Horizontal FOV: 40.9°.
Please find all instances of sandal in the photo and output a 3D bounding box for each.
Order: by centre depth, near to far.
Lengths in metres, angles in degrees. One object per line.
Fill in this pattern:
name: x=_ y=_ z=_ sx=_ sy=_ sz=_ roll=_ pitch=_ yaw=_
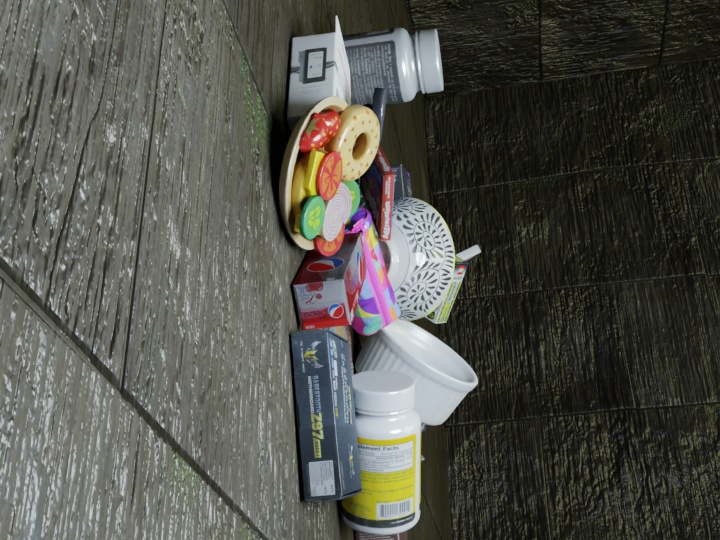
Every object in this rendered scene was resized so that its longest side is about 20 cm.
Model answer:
sandal: x=0.001 y=-0.194 z=1.389 sx=0.200 sy=0.042 sz=0.077 roll=119 pitch=-21 yaw=-66

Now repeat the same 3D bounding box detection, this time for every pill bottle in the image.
pill bottle: x=0.028 y=0.248 z=1.331 sx=0.114 sy=0.113 sz=0.202 roll=-59 pitch=150 yaw=-76
pill bottle: x=0.025 y=-0.313 z=1.496 sx=0.113 sy=0.198 sz=0.115 roll=-6 pitch=90 yaw=-81

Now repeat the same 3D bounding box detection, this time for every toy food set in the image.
toy food set: x=-0.041 y=-0.118 z=1.215 sx=0.200 sy=0.048 sz=0.200 roll=-1 pitch=104 yaw=-68

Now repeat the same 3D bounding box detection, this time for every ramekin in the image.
ramekin: x=0.086 y=0.167 z=1.598 sx=0.098 sy=0.199 sz=0.200 roll=-57 pitch=178 yaw=11

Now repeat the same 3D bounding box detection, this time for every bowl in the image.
bowl: x=0.046 y=-0.018 z=1.557 sx=0.094 sy=0.199 sz=0.203 roll=-2 pitch=85 yaw=-49

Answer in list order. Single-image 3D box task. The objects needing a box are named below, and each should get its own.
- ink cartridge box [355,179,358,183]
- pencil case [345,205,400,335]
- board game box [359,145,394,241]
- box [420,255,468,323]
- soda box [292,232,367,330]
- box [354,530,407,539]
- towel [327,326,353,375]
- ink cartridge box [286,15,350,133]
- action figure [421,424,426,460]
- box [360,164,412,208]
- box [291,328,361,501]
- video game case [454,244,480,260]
ink cartridge box: x=-0.024 y=-0.112 z=1.544 sx=0.201 sy=0.047 sz=0.147 roll=72 pitch=14 yaw=-46
pencil case: x=0.000 y=0.000 z=1.447 sx=0.089 sy=0.087 sz=0.201 roll=-84 pitch=159 yaw=-55
board game box: x=0.023 y=-0.134 z=1.467 sx=0.200 sy=0.019 sz=0.104 roll=-109 pitch=-163 yaw=-61
box: x=0.079 y=-0.006 z=1.613 sx=0.035 sy=0.199 sz=0.111 roll=-1 pitch=116 yaw=-50
soda box: x=-0.037 y=0.011 z=1.279 sx=0.200 sy=0.069 sz=0.064 roll=-71 pitch=152 yaw=-70
box: x=0.035 y=0.439 z=1.460 sx=0.100 sy=0.074 sz=0.202 roll=59 pitch=24 yaw=-69
towel: x=-0.032 y=0.120 z=1.405 sx=0.200 sy=0.021 sz=0.149 roll=29 pitch=56 yaw=-80
ink cartridge box: x=-0.055 y=-0.247 z=1.350 sx=0.117 sy=0.067 sz=0.202 roll=75 pitch=13 yaw=-52
action figure: x=0.044 y=0.323 z=1.656 sx=0.200 sy=0.104 sz=0.195 roll=-53 pitch=137 yaw=-37
box: x=0.043 y=-0.080 z=1.764 sx=0.122 sy=0.105 sz=0.203 roll=20 pitch=64 yaw=-79
box: x=-0.040 y=0.181 z=1.204 sx=0.158 sy=0.050 sz=0.202 roll=52 pitch=33 yaw=-77
video game case: x=0.109 y=0.020 z=1.729 sx=0.142 sy=0.200 sz=0.018 roll=-25 pitch=83 yaw=-41
